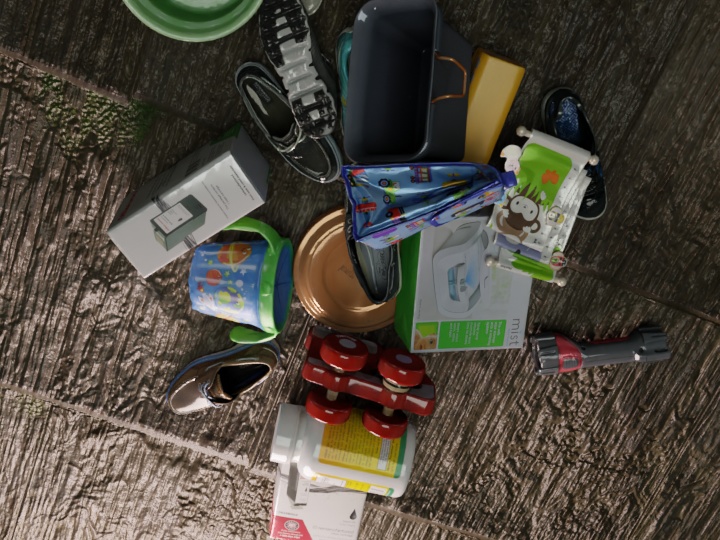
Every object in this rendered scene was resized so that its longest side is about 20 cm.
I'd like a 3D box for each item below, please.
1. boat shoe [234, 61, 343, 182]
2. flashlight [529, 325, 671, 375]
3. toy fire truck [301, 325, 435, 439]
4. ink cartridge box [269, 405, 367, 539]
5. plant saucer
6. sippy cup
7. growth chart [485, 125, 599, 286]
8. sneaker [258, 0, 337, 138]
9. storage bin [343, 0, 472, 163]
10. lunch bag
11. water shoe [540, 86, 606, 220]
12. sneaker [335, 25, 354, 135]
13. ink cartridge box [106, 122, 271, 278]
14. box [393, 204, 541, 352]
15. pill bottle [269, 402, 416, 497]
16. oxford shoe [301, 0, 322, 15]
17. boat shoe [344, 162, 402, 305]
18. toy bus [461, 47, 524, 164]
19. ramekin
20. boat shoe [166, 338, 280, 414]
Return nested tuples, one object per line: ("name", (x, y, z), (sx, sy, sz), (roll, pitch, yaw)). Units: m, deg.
("boat shoe", (-0.100, -0.188, 1.197), (0.072, 0.071, 0.200), (-38, 111, 19))
("flashlight", (0.361, 0.117, 1.353), (0.197, 0.068, 0.069), (-8, 80, -3))
("toy fire truck", (0.012, 0.143, 1.278), (0.198, 0.168, 0.113), (15, 111, -2))
("ink cartridge box", (-0.061, 0.330, 1.417), (0.145, 0.083, 0.202), (8, 113, -5))
("plant saucer", (0.000, 0.000, 1.295), (0.198, 0.032, 0.203), (-3, 112, -7))
("sippy cup", (-0.170, 0.016, 1.261), (0.129, 0.140, 0.180), (5, 89, 8))
("growth chart", (0.236, -0.084, 1.185), (0.143, 0.018, 0.202), (9, 107, -15))
("sneaker", (-0.077, -0.274, 1.158), (0.066, 0.091, 0.202), (-17, 103, 14))
("storage bin", (0.079, -0.225, 1.113), (0.144, 0.134, 0.203), (3, 88, 36))
("lunch bag", (0.091, -0.095, 1.086), (0.198, 0.150, 0.095), (-12, 85, 10))
("water shoe", (0.295, -0.150, 1.224), (0.071, 0.079, 0.202), (-22, 112, 8))
("sneaker", (0.004, -0.221, 1.185), (0.077, 0.080, 0.202), (-13, 114, 4))
("ink cartridge box", (-0.226, -0.097, 1.196), (0.199, 0.146, 0.084), (-30, 112, 12))
("box", (0.147, 0.004, 1.260), (0.174, 0.097, 0.202), (0, 111, -13))
("pill bottle", (-0.027, 0.254, 1.290), (0.198, 0.113, 0.114), (12, 113, -5))
("oxford shoe", (-0.070, -0.419, 1.110), (0.074, 0.058, 0.202), (5, 115, -8))
("boat shoe", (0.012, -0.046, 1.215), (0.074, 0.066, 0.202), (0, 109, 17))
("toy bus", (0.153, -0.193, 1.202), (0.064, 0.078, 0.202), (17, 112, -9))
("ramekin", (-0.203, -0.392, 1.095), (0.197, 0.098, 0.202), (-1, 113, -1))
("boat shoe", (-0.214, 0.166, 1.347), (0.199, 0.073, 0.073), (-32, 110, 11))
